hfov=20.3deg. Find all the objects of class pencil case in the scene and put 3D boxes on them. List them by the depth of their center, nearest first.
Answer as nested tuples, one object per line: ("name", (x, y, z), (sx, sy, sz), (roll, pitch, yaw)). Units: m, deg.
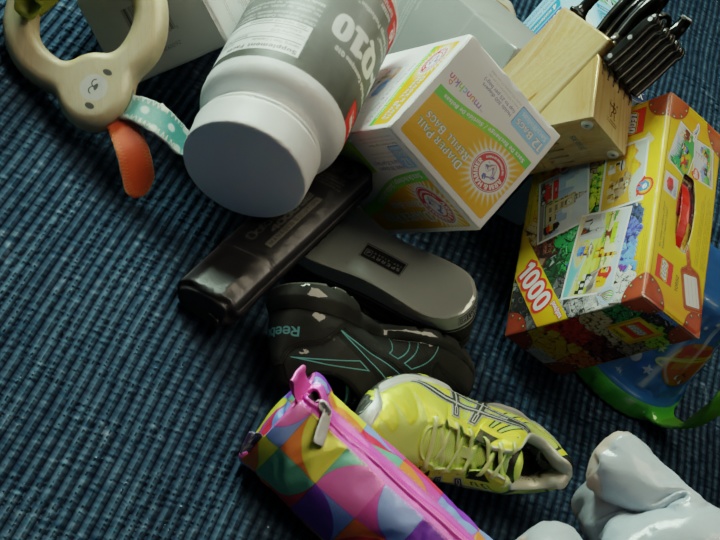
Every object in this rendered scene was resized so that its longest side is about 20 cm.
("pencil case", (0.008, 0.158, 1.356), (0.200, 0.088, 0.088), (43, 31, -2))

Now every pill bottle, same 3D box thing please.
("pill bottle", (-0.052, -0.141, 1.509), (0.114, 0.114, 0.200), (35, 49, -14))

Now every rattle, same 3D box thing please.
("rattle", (-0.193, -0.168, 1.452), (0.130, 0.143, 0.201), (-11, 69, -15))

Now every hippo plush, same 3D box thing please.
("hippo plush", (0.190, 0.233, 1.443), (0.161, 0.160, 0.200), (-32, 44, -30))

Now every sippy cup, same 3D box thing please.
("sippy cup", (0.259, 0.038, 1.738), (0.178, 0.130, 0.140), (40, 31, -4))

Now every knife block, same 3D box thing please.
("knife block", (0.176, -0.175, 1.698), (0.064, 0.199, 0.176), (43, 47, -44))

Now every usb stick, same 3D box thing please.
("usb stick", (-0.061, -0.025, 1.488), (0.055, 0.033, 0.200), (24, 44, 23))

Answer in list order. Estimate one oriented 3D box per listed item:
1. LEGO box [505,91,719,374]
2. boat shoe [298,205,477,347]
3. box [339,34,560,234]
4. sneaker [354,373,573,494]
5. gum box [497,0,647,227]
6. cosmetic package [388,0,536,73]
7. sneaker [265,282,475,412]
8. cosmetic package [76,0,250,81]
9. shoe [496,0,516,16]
("LEGO box", (0.212, -0.028, 1.678), (0.077, 0.149, 0.201), (35, 53, -34))
("boat shoe", (0.000, 0.000, 1.551), (0.200, 0.064, 0.071), (33, 60, 21))
("box", (0.047, -0.102, 1.571), (0.113, 0.200, 0.101), (47, 73, -16))
("sneaker", (0.076, 0.122, 1.460), (0.200, 0.076, 0.076), (8, 7, -41))
("gum box", (0.179, -0.163, 1.850), (0.044, 0.170, 0.200), (25, 36, -26))
("cosmetic package", (0.090, -0.192, 1.798), (0.090, 0.107, 0.200), (11, 28, -43))
("sneaker", (0.004, 0.074, 1.484), (0.200, 0.075, 0.080), (23, 63, -37))
("cosmetic package", (-0.133, -0.234, 1.623), (0.085, 0.107, 0.200), (62, 28, -16))
("shoe", (0.089, -0.255, 1.918), (0.053, 0.070, 0.200), (6, 26, -42))
